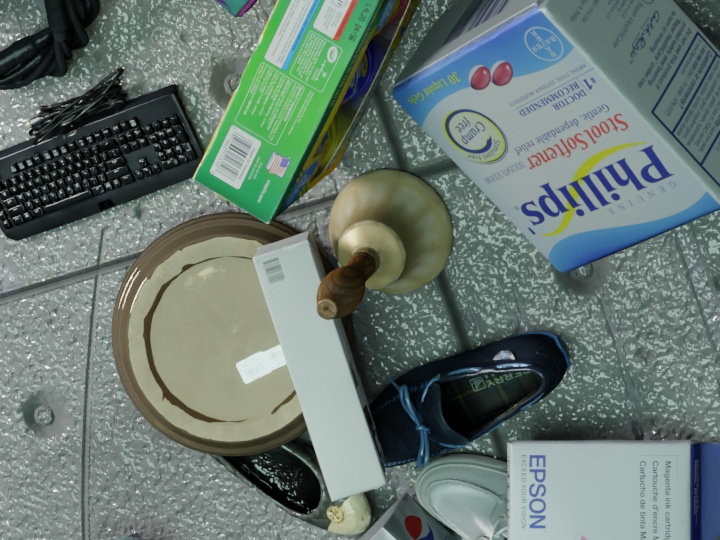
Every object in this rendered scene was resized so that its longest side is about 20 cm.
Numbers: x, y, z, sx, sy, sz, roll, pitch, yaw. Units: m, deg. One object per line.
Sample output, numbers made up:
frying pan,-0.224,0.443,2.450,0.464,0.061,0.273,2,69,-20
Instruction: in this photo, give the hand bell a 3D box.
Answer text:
hand bell,0.000,0.000,1.620,0.103,0.200,0.105,5,110,14

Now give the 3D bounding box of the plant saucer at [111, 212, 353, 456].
plant saucer,-0.105,0.054,1.727,0.198,0.029,0.202,0,96,-1

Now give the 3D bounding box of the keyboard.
keyboard,-0.232,-0.094,1.742,0.199,0.040,0.105,-20,102,20

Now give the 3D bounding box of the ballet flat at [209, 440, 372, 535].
ballet flat,-0.080,0.164,1.773,0.199,0.057,0.067,32,114,4

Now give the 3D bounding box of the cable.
cable,-0.281,-0.197,1.657,0.162,0.051,0.200,11,142,-34

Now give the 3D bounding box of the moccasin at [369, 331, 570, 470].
moccasin,0.071,0.104,1.705,0.199,0.068,0.081,-33,97,24

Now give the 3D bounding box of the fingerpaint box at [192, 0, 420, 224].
fingerpaint box,-0.029,-0.153,1.596,0.073,0.167,0.201,30,112,6

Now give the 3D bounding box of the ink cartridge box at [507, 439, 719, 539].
ink cartridge box,0.214,0.232,1.668,0.198,0.043,0.198,-1,88,4

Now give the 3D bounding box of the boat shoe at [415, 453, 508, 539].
boat shoe,0.133,0.217,1.725,0.199,0.069,0.072,31,113,4

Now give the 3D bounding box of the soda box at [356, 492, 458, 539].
soda box,-0.009,0.279,1.778,0.063,0.068,0.200,43,119,-1

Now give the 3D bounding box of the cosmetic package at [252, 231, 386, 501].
cosmetic package,-0.030,0.073,1.675,0.050,0.083,0.201,-18,96,-1

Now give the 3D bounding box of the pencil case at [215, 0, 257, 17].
pencil case,-0.135,-0.291,1.625,0.200,0.085,0.092,42,129,-1

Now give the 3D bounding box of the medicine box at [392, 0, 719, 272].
medicine box,0.158,-0.120,1.531,0.200,0.103,0.182,45,144,-15

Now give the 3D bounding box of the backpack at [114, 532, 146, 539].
backpack,-0.237,0.319,1.820,0.199,0.167,0.127,-35,91,16
